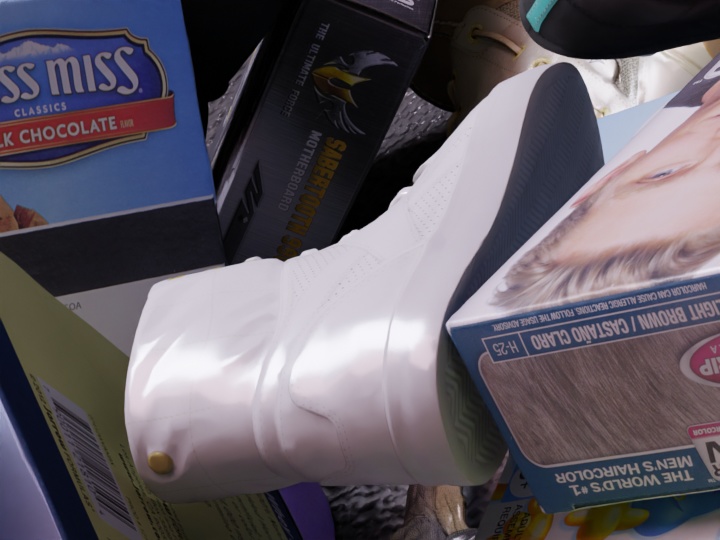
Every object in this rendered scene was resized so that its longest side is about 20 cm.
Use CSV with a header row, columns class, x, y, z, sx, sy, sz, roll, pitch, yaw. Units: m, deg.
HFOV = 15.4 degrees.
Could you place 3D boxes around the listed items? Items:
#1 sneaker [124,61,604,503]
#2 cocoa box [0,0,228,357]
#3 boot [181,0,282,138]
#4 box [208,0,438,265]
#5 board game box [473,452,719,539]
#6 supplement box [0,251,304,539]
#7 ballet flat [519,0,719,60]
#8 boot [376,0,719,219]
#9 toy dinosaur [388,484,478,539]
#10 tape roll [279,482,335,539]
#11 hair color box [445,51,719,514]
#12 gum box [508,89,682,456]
class,x,y,z,sx,sy,sz,roll,pitch,yaw
sneaker,0.000,0.000,0.757,0.115,0.074,0.200,-8,21,23
cocoa box,-0.151,-0.017,0.891,0.133,0.132,0.200,-11,4,-33
boot,-0.082,-0.051,0.974,0.198,0.073,0.163,-136,64,-81
box,-0.020,-0.066,1.031,0.159,0.048,0.201,-77,11,-52
board game box,0.125,0.098,0.653,0.199,0.105,0.103,-14,37,40
supplement box,-0.088,0.123,0.727,0.134,0.200,0.200,-36,50,8
ballet flat,0.125,-0.102,0.831,0.199,0.068,0.068,-10,-23,-38
boot,0.041,-0.034,0.992,0.155,0.072,0.200,-51,31,-14
toy dinosaur,0.034,0.090,0.850,0.088,0.047,0.200,-30,25,34
tape roll,-0.107,0.124,0.957,0.200,0.066,0.201,-31,29,20
hair color box,0.120,-0.021,0.692,0.100,0.061,0.200,-14,22,44
gum box,0.139,-0.007,0.804,0.199,0.045,0.170,-18,32,11
